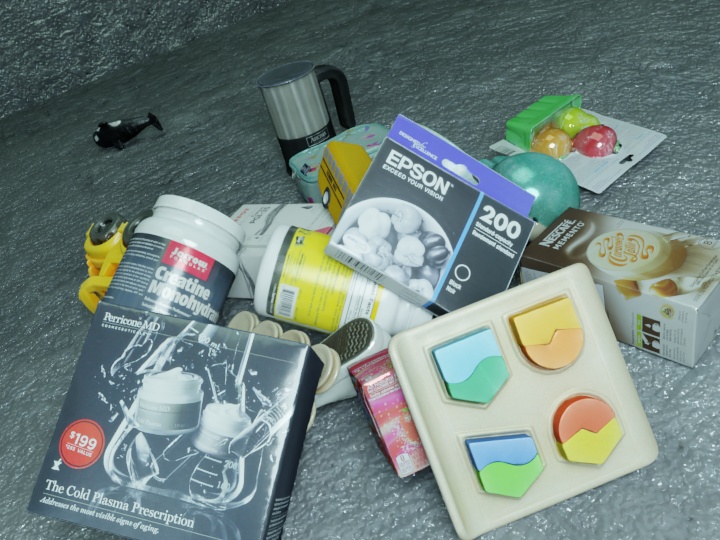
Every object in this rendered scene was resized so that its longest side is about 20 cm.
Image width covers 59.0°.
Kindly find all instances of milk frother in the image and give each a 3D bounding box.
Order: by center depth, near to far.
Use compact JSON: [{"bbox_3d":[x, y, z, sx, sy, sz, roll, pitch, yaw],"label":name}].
[{"bbox_3d":[-0.130,-0.313,1.260,0.200,0.189,0.181,12,43,37],"label":"milk frother"}]

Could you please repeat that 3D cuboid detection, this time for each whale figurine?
[{"bbox_3d":[0.227,-0.117,0.856,0.159,0.104,0.200,28,27,-8],"label":"whale figurine"}]

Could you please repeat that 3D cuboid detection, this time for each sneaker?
[{"bbox_3d":[-0.044,0.130,0.706,0.200,0.085,0.073,-29,49,19],"label":"sneaker"}]

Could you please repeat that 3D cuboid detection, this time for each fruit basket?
[{"bbox_3d":[0.334,-0.194,0.990,0.185,0.094,0.200,-36,53,-26],"label":"fruit basket"}]

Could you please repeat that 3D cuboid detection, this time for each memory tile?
[{"bbox_3d":[-0.113,0.130,0.694,0.200,0.017,0.154,15,76,48],"label":"memory tile"}]

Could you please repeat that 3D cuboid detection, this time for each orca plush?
[{"bbox_3d":[-0.616,-0.349,1.672,0.199,0.071,0.105,-9,-10,6],"label":"orca plush"}]

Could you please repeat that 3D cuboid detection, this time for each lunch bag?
[{"bbox_3d":[-0.028,-0.192,1.138,0.199,0.077,0.160,-24,34,-10],"label":"lunch bag"}]

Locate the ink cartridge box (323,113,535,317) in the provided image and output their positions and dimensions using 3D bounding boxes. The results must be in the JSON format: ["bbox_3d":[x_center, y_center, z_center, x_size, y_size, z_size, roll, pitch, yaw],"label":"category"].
[{"bbox_3d":[0.090,-0.058,0.705,0.200,0.198,0.043,-63,6,-20],"label":"ink cartridge box"}]

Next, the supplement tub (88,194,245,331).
[{"bbox_3d":[-0.241,0.020,0.813,0.140,0.140,0.201,9,71,34],"label":"supplement tub"}]

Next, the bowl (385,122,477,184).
[{"bbox_3d":[0.097,-0.110,0.915,0.108,0.200,0.200,-51,19,31],"label":"bowl"}]

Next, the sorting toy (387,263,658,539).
[{"bbox_3d":[0.144,0.110,0.545,0.199,0.186,0.036,-21,-2,-8],"label":"sorting toy"}]

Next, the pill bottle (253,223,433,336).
[{"bbox_3d":[-0.015,0.022,0.745,0.199,0.113,0.113,15,38,0],"label":"pill bottle"}]

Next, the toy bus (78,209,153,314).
[{"bbox_3d":[-0.344,0.023,0.947,0.199,0.136,0.192,2,54,30],"label":"toy bus"}]

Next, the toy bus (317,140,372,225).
[{"bbox_3d":[-0.002,-0.096,0.856,0.065,0.078,0.200,6,32,-24],"label":"toy bus"}]

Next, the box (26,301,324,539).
[{"bbox_3d":[-0.153,0.142,0.569,0.199,0.104,0.183,10,73,7],"label":"box"}]

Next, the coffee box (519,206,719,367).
[{"bbox_3d":[0.290,0.010,0.699,0.114,0.080,0.200,-38,39,-28],"label":"coffee box"}]

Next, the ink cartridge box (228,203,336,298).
[{"bbox_3d":[-0.121,-0.029,0.939,0.199,0.083,0.147,2,36,27],"label":"ink cartridge box"}]

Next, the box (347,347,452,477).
[{"bbox_3d":[0.098,0.102,0.612,0.199,0.096,0.100,-23,5,-8],"label":"box"}]
